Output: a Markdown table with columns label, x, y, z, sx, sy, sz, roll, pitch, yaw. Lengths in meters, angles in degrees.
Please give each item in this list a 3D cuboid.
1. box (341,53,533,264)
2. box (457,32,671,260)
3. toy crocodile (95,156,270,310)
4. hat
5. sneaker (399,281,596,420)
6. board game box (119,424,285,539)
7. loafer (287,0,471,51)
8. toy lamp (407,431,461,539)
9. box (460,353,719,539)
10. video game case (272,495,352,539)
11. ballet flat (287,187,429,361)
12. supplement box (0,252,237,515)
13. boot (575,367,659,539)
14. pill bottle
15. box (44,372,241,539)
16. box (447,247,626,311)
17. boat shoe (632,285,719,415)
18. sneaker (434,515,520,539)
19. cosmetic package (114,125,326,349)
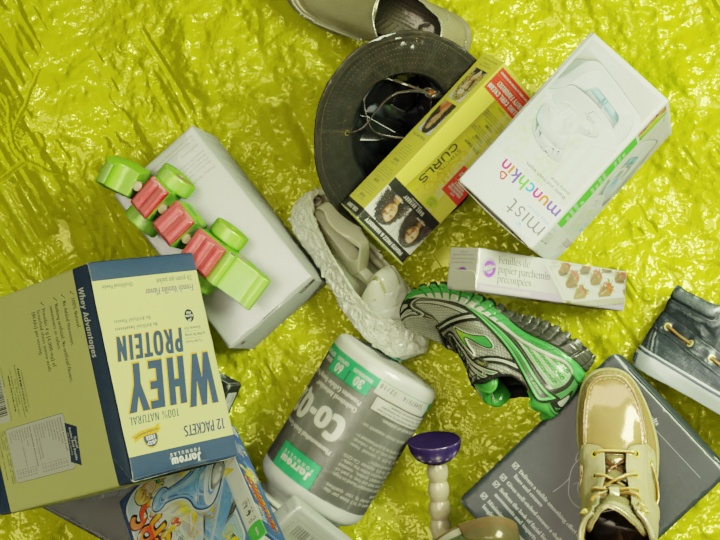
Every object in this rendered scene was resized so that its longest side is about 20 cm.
| label | x | y | z | sx | sy | sz | roll | pitch | yaw |
| --- | --- | --- | --- | --- | --- | --- | --- | --- | --- |
| box | 0.079 | -0.105 | 1.484 | 0.200 | 0.050 | 0.075 | -46 | 117 | -1 |
| box | 0.189 | -0.106 | 1.436 | 0.097 | 0.200 | 0.177 | 43 | 95 | 11 |
| toy crocodile | -0.168 | -0.039 | 1.500 | 0.200 | 0.062 | 0.068 | 44 | 98 | 11 |
| hat | 0.028 | -0.141 | 1.525 | 0.199 | 0.081 | 0.202 | -9 | 114 | -21 |
| sneaker | 0.112 | 0.071 | 1.446 | 0.199 | 0.078 | 0.086 | 23 | 77 | 36 |
| board game box | -0.149 | 0.236 | 1.462 | 0.135 | 0.200 | 0.034 | -44 | 123 | 6 |
| loafer | 0.014 | -0.260 | 1.550 | 0.199 | 0.068 | 0.076 | 20 | 91 | 13 |
| toy lamp | 0.078 | 0.257 | 1.495 | 0.058 | 0.058 | 0.202 | -3 | 104 | 12 |
| box | 0.218 | 0.197 | 1.459 | 0.200 | 0.107 | 0.149 | -44 | 79 | 7 |
| video game case | -0.064 | 0.324 | 1.490 | 0.182 | 0.200 | 0.023 | -43 | 35 | 6 |
| ballet flat | 0.000 | 0.000 | 1.531 | 0.072 | 0.072 | 0.200 | -41 | 79 | 7 |
| supplement box | -0.247 | 0.106 | 1.469 | 0.199 | 0.134 | 0.202 | -18 | 83 | 39 |
| boot | 0.215 | 0.183 | 1.326 | 0.072 | 0.155 | 0.202 | -3 | 86 | 12 |
| pill bottle | -0.023 | 0.172 | 1.510 | 0.113 | 0.113 | 0.201 | 32 | 93 | 12 |
| box | -0.233 | 0.170 | 1.592 | 0.159 | 0.044 | 0.201 | 26 | 93 | 12 |
| box | 0.165 | 0.009 | 1.445 | 0.041 | 0.199 | 0.039 | 1 | 85 | 50 |
| boat shoe | 0.357 | 0.094 | 1.452 | 0.199 | 0.071 | 0.091 | 29 | 97 | 14 |
| sneaker | 0.071 | 0.301 | 1.414 | 0.200 | 0.067 | 0.090 | -37 | 40 | 36 |
| cosmetic package | -0.137 | -0.031 | 1.565 | 0.113 | 0.081 | 0.200 | -38 | 81 | 8 |
